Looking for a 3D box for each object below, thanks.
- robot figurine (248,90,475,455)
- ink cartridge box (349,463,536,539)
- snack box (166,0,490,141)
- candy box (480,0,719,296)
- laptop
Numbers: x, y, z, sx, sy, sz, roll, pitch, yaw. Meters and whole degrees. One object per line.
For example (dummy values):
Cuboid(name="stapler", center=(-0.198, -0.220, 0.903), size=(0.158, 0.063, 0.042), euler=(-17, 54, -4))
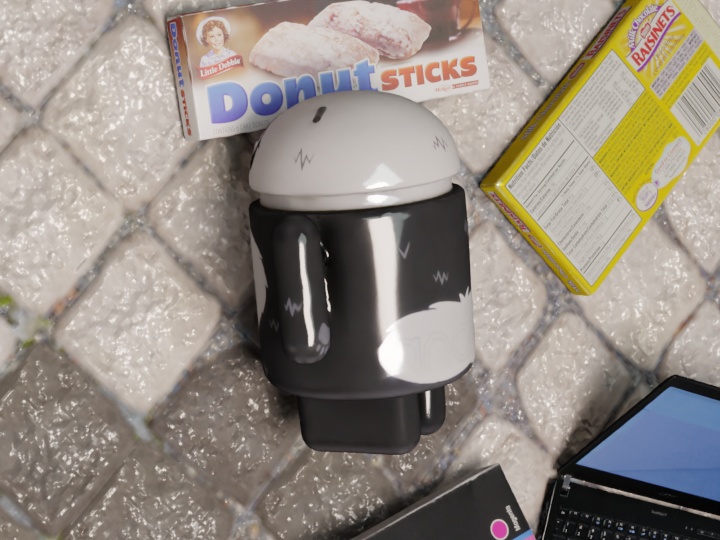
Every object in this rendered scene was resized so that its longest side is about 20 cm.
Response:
Cuboid(name="robot figurine", center=(-0.001, 0.000, 1.090), size=(0.124, 0.150, 0.201), euler=(-8, 101, -15))
Cuboid(name="ink cartridge box", center=(0.024, 0.196, 1.138), size=(0.200, 0.037, 0.095), euler=(-25, 88, -32))
Cuboid(name="snack box", center=(-0.015, -0.126, 1.138), size=(0.200, 0.024, 0.072), euler=(-13, 99, -29))
Cuboid(name="candy box", center=(0.168, -0.091, 1.243), size=(0.102, 0.026, 0.200), euler=(47, 69, -20))
Cuboid(name="laptop", center=(0.211, 0.179, 1.230), size=(0.177, 0.103, 0.201), euler=(17, 83, -28))
